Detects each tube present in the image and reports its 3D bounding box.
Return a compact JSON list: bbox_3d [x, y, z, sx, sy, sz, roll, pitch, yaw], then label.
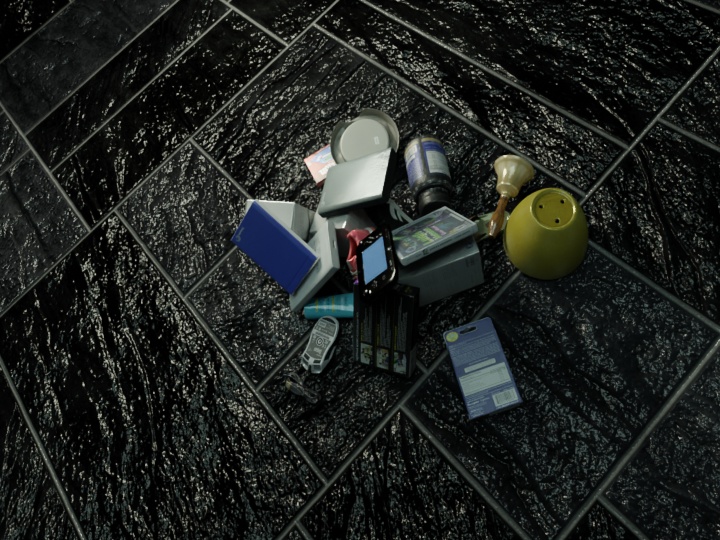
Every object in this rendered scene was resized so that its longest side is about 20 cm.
[{"bbox_3d":[-0.042,0.089,1.427,0.193,0.051,0.080,-6,69,9],"label":"tube"}]

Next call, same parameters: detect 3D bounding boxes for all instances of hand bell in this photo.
[{"bbox_3d":[0.346,-0.164,1.391,0.101,0.105,0.205,13,66,23],"label":"hand bell"}]

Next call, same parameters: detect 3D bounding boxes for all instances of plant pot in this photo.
[{"bbox_3d":[0.426,-0.103,1.302,0.192,0.143,0.207,-4,65,9],"label":"plant pot"}]

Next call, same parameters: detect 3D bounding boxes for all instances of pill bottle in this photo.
[{"bbox_3d":[0.178,-0.237,1.482,0.108,0.112,0.206,-12,60,11],"label":"pill bottle"}]

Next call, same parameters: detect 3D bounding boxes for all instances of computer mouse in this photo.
[{"bbox_3d":[-0.101,0.209,1.383,0.107,0.044,0.205,19,76,30],"label":"computer mouse"}]

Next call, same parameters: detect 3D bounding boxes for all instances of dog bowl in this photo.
[{"bbox_3d":[0.014,-0.345,1.602,0.192,0.059,0.208,-3,74,9],"label":"dog bowl"}]

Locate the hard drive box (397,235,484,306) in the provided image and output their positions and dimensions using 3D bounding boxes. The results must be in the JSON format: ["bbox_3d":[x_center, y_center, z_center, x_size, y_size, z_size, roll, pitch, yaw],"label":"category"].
[{"bbox_3d":[0.179,-0.003,1.335,0.194,0.157,0.079,-21,58,5],"label":"hard drive box"}]

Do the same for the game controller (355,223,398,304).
[{"bbox_3d":[0.035,-0.018,1.245,0.104,0.041,0.203,-45,30,28],"label":"game controller"}]

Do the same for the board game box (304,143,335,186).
[{"bbox_3d":[-0.060,-0.333,1.663,0.196,0.020,0.104,-32,60,0],"label":"board game box"}]

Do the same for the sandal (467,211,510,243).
[{"bbox_3d":[0.278,-0.103,1.410,0.196,0.058,0.081,-26,63,1],"label":"sandal"}]

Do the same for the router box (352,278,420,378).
[{"bbox_3d":[0.056,0.126,1.292,0.145,0.207,0.051,12,25,22],"label":"router box"}]

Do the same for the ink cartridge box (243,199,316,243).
[{"bbox_3d":[-0.190,-0.119,1.480,0.142,0.199,0.086,6,87,19],"label":"ink cartridge box"}]

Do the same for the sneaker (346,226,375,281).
[{"bbox_3d":[0.000,0.000,1.370,0.073,0.085,0.208,-8,84,51],"label":"sneaker"}]

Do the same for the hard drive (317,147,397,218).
[{"bbox_3d":[-0.009,-0.208,1.382,0.195,0.033,0.144,-10,56,37],"label":"hard drive"}]

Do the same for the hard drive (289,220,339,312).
[{"bbox_3d":[-0.117,-0.008,1.399,0.200,0.026,0.135,-44,44,40],"label":"hard drive"}]

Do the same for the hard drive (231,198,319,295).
[{"bbox_3d":[-0.206,-0.054,1.374,0.199,0.025,0.133,41,123,1],"label":"hard drive"}]

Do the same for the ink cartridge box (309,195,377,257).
[{"bbox_3d":[-0.023,-0.157,1.480,0.122,0.128,0.206,-3,59,39],"label":"ink cartridge box"}]

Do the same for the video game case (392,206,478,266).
[{"bbox_3d":[0.147,-0.082,1.291,0.177,0.024,0.200,-25,20,-4],"label":"video game case"}]

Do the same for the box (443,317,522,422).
[{"bbox_3d":[0.265,0.215,1.266,0.117,0.033,0.205,-19,61,7],"label":"box"}]

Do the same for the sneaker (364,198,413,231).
[{"bbox_3d":[0.066,-0.099,1.406,0.072,0.197,0.115,-19,46,53],"label":"sneaker"}]
